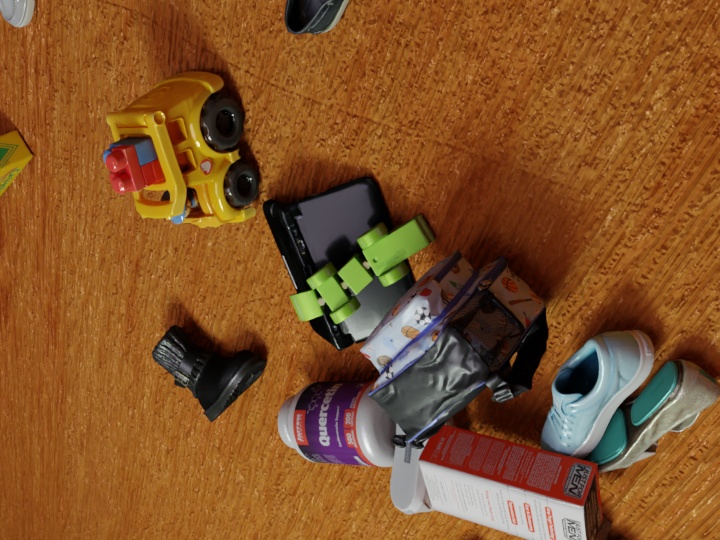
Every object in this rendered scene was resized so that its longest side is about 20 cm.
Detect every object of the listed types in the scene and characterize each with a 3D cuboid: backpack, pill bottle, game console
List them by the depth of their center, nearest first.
[{"bbox_3d":[0.105,0.073,0.928,0.155,0.189,0.200,55,137,4],"label":"backpack"},{"bbox_3d":[-0.026,-0.013,1.110,0.203,0.115,0.176,68,165,-16],"label":"game console"},{"bbox_3d":[-0.024,0.210,1.183,0.198,0.112,0.114,-9,111,43],"label":"pill bottle"}]

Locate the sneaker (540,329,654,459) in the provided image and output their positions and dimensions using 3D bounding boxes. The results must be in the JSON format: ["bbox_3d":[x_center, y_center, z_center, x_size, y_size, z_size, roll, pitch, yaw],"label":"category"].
[{"bbox_3d":[0.230,0.135,0.924,0.075,0.080,0.202,-110,34,-47],"label":"sneaker"}]

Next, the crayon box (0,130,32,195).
[{"bbox_3d":[-0.683,-0.152,1.475,0.199,0.172,0.059,-26,96,47],"label":"crayon box"}]

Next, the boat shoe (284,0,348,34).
[{"bbox_3d":[-0.035,-0.327,0.879,0.075,0.066,0.200,45,136,8],"label":"boat shoe"}]

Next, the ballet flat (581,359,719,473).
[{"bbox_3d":[0.306,0.169,0.910,0.061,0.068,0.201,21,138,-8],"label":"ballet flat"}]

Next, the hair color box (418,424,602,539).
[{"bbox_3d":[0.173,0.252,0.986,0.197,0.062,0.103,10,136,30],"label":"hair color box"}]

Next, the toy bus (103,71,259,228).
[{"bbox_3d":[-0.243,-0.130,1.098,0.134,0.192,0.203,6,122,36],"label":"toy bus"}]

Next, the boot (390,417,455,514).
[{"bbox_3d":[0.099,0.212,1.109,0.073,0.094,0.204,14,94,53],"label":"boot"}]

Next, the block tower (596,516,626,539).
[{"bbox_3d":[0.289,0.344,1.040,0.200,0.058,0.054,47,136,9],"label":"block tower"}]

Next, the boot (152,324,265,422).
[{"bbox_3d":[-0.249,0.144,1.358,0.158,0.079,0.211,49,137,4],"label":"boot"}]

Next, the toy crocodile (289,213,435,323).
[{"bbox_3d":[0.000,0.000,1.026,0.199,0.062,0.068,-36,96,12],"label":"toy crocodile"}]

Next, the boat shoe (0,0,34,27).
[{"bbox_3d":[-0.520,-0.444,1.219,0.069,0.071,0.204,28,131,24],"label":"boat shoe"}]
